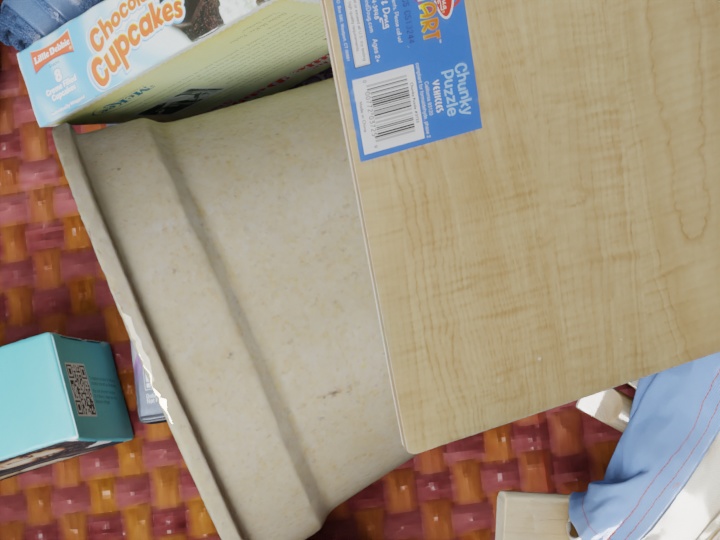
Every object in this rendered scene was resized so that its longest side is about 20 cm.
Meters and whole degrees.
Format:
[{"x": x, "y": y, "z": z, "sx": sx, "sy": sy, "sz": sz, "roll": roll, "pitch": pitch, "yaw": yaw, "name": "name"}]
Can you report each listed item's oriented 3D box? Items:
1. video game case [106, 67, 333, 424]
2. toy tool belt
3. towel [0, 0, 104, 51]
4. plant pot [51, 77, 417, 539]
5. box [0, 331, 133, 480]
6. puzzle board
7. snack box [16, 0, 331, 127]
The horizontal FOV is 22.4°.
[{"x": -0.044, "y": -0.038, "z": 0.841, "sx": 0.142, "sy": 0.019, "sz": 0.201, "roll": -9, "pitch": 82, "yaw": 10, "name": "video game case"}, {"x": 0.146, "y": 0.052, "z": 0.740, "sx": 0.123, "sy": 0.125, "sz": 0.201, "roll": 28, "pitch": 88, "yaw": 5, "name": "toy tool belt"}, {"x": -0.083, "y": -0.169, "z": 0.807, "sx": 0.200, "sy": 0.112, "sz": 0.049, "roll": -45, "pitch": 101, "yaw": -7, "name": "towel"}, {"x": 0.000, "y": 0.000, "z": 0.735, "sx": 0.183, "sy": 0.200, "sz": 0.201, "roll": -23, "pitch": 79, "yaw": -4, "name": "plant pot"}, {"x": -0.211, "y": 0.082, "z": 0.825, "sx": 0.199, "sy": 0.082, "sz": 0.049, "roll": -18, "pitch": 82, "yaw": 9, "name": "box"}, {"x": 0.068, "y": -0.046, "z": 0.639, "sx": 0.150, "sy": 0.017, "sz": 0.201, "roll": -17, "pitch": 115, "yaw": -13, "name": "puzzle board"}, {"x": -0.027, "y": -0.108, "z": 0.719, "sx": 0.199, "sy": 0.116, "sz": 0.037, "roll": -23, "pitch": 81, "yaw": 35, "name": "snack box"}]
